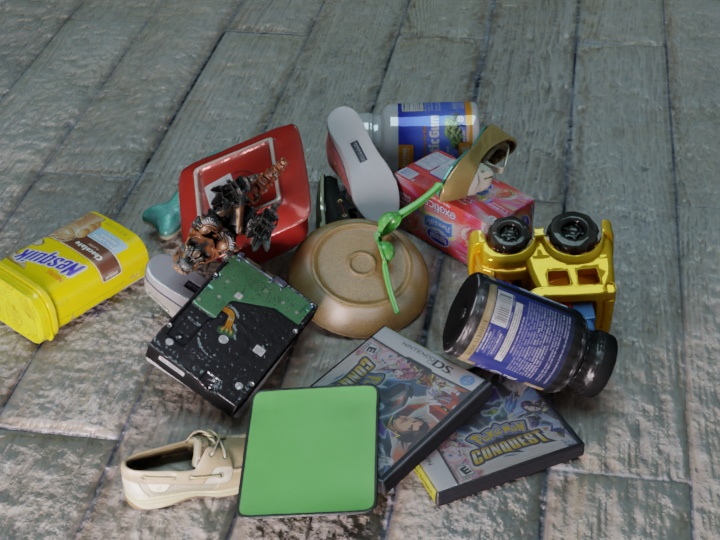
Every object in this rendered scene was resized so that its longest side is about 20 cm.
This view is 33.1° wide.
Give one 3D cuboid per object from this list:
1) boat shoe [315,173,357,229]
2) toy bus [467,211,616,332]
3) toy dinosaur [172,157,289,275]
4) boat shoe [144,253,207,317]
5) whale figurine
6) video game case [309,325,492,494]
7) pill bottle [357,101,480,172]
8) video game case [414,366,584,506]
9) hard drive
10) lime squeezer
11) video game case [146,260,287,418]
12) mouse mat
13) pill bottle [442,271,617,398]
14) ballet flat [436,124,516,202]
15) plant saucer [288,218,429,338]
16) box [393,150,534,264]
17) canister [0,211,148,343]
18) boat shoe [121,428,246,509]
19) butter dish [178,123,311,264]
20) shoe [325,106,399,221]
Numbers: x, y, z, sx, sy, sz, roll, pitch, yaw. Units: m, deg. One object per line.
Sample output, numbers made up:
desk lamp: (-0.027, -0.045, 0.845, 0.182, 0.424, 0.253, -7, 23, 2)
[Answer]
boat shoe: (-0.037, -0.074, 1.823, 0.063, 0.074, 0.202, 0, 40, -6)
toy bus: (0.249, 0.035, 1.633, 0.200, 0.136, 0.192, -3, 53, 2)
toy dinosaur: (-0.172, -0.079, 1.607, 0.102, 0.200, 0.136, 25, -13, -19)
boat shoe: (-0.214, 0.060, 1.652, 0.200, 0.070, 0.071, 34, 52, 5)
whale figurine: (-0.238, -0.119, 1.863, 0.200, 0.104, 0.159, -24, 43, -26)
video game case: (0.030, 0.164, 1.486, 0.181, 0.026, 0.200, 27, 51, 36)
pill bottle: (0.091, -0.216, 1.970, 0.200, 0.112, 0.112, -2, 37, 1)
video game case: (0.144, 0.192, 1.496, 0.200, 0.026, 0.181, -16, 39, -17)
hard drive: (-0.164, 0.078, 1.566, 0.140, 0.038, 0.200, 34, 52, 4)
lime squeezer: (0.051, -0.037, 1.676, 0.071, 0.038, 0.200, 19, 72, 0)
video game case: (-0.168, 0.084, 1.596, 0.143, 0.017, 0.200, 32, 51, 3)
mouse mat: (-0.058, 0.208, 1.414, 0.161, 0.008, 0.200, -3, 39, 5)
pill bottle: (0.213, 0.086, 1.510, 0.200, 0.112, 0.112, 21, 37, -9)
ballet flat: (0.176, -0.154, 1.767, 0.063, 0.069, 0.200, 26, 44, 12)
plant saucer: (0.000, 0.000, 1.695, 0.200, 0.035, 0.201, 3, 57, -5)
box: (0.153, -0.090, 1.812, 0.103, 0.095, 0.200, -31, 46, -33)
canister: (-0.420, 0.004, 1.727, 0.148, 0.087, 0.200, 26, 44, 32)
boat shoe: (-0.183, 0.225, 1.435, 0.200, 0.065, 0.072, -12, 38, -13)
butter dish: (-0.148, -0.081, 1.752, 0.199, 0.148, 0.200, -21, 50, 11)
shoe: (0.002, -0.148, 1.853, 0.071, 0.091, 0.200, -22, 79, -8)
